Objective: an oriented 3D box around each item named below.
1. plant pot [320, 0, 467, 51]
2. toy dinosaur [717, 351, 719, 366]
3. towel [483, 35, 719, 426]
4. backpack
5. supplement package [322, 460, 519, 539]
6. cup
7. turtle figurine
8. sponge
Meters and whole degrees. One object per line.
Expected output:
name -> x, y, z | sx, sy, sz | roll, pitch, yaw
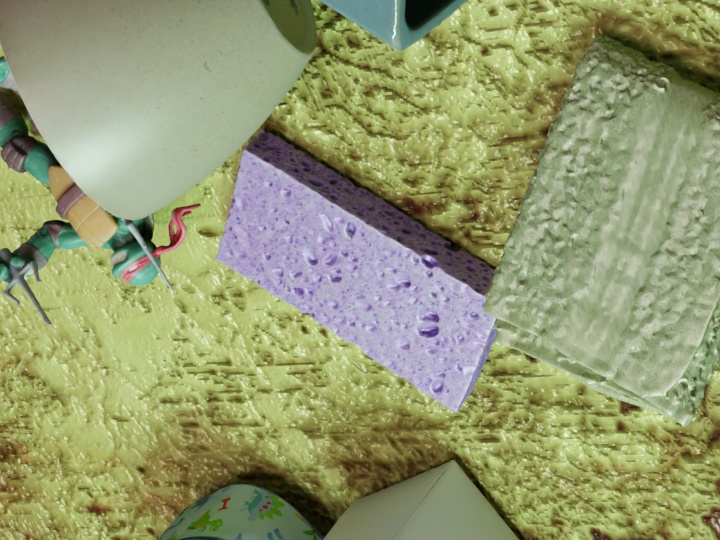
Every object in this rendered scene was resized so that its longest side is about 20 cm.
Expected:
plant pot -> 0.000, -0.273, 1.374 | 0.200, 0.196, 0.197 | 27, 137, 27
toy dinosaur -> 0.177, -0.002, 1.571 | 0.101, 0.058, 0.200 | -36, 80, 42
towel -> 0.161, -0.023, 1.516 | 0.148, 0.036, 0.201 | 26, 110, 22
backpack -> -0.077, 0.268, 1.914 | 0.200, 0.147, 0.183 | 49, 136, -5
supplement package -> 0.062, 0.254, 1.815 | 0.200, 0.120, 0.121 | 51, 139, -11
cup -> -0.112, -0.149, 1.575 | 0.143, 0.200, 0.201 | -23, 111, 19
turtle figurine -> -0.195, -0.047, 1.771 | 0.150, 0.101, 0.200 | -43, 79, 34
sponge -> 0.000, 0.000, 1.715 | 0.200, 0.030, 0.112 | 32, 138, 11
